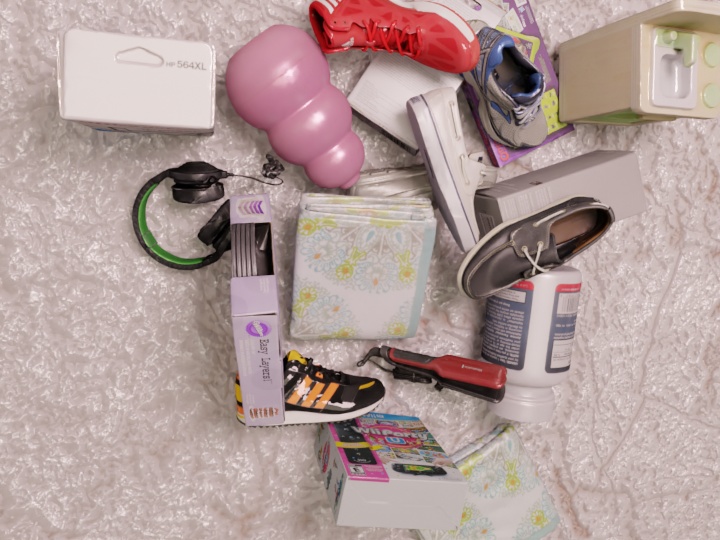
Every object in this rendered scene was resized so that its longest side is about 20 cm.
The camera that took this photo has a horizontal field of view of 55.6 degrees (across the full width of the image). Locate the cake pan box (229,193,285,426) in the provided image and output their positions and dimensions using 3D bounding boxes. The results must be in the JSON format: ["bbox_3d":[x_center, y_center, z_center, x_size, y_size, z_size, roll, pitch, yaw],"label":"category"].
[{"bbox_3d":[-0.114,0.042,0.762,0.052,0.185,0.201,-5,137,-9],"label":"cake pan box"}]

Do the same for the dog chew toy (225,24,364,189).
[{"bbox_3d":[-0.067,-0.183,0.807,0.124,0.125,0.201,-38,107,-4],"label":"dog chew toy"}]

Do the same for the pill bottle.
[{"bbox_3d":[0.223,0.091,0.914,0.118,0.120,0.202,4,98,-12],"label":"pill bottle"}]

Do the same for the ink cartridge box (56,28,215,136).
[{"bbox_3d":[-0.228,-0.192,0.731,0.144,0.200,0.085,1,99,-12],"label":"ink cartridge box"}]

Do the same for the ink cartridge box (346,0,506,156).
[{"bbox_3d":[0.080,-0.257,0.850,0.109,0.050,0.201,34,90,3],"label":"ink cartridge box"}]

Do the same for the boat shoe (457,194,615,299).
[{"bbox_3d":[0.206,-0.027,0.812,0.199,0.068,0.072,-29,112,-3],"label":"boat shoe"}]

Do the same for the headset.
[{"bbox_3d":[-0.180,-0.077,0.815,0.199,0.094,0.124,-28,104,6],"label":"headset"}]

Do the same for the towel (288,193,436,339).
[{"bbox_3d":[0.000,0.000,0.857,0.169,0.048,0.202,2,120,-9],"label":"towel"}]

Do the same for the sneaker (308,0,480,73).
[{"bbox_3d":[0.026,-0.256,0.765,0.199,0.079,0.116,32,57,23],"label":"sneaker"}]

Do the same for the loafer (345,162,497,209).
[{"bbox_3d":[0.080,-0.102,0.882,0.198,0.070,0.070,-7,106,-3],"label":"loafer"}]

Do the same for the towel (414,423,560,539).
[{"bbox_3d":[0.171,0.341,0.981,0.199,0.048,0.172,-30,104,-6],"label":"towel"}]

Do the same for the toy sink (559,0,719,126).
[{"bbox_3d":[0.356,-0.239,0.832,0.129,0.200,0.113,-3,94,-23],"label":"toy sink"}]

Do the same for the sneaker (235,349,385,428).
[{"bbox_3d":[-0.064,0.146,0.887,0.198,0.070,0.091,-5,103,-9],"label":"sneaker"}]

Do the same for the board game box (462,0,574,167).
[{"bbox_3d":[0.193,-0.252,0.899,0.119,0.032,0.201,-27,103,-10],"label":"board game box"}]

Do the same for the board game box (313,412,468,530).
[{"bbox_3d":[0.029,0.243,0.855,0.146,0.200,0.065,8,97,-13],"label":"board game box"}]

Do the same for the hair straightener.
[{"bbox_3d":[0.091,0.142,0.894,0.198,0.041,0.077,6,139,16],"label":"hair straightener"}]

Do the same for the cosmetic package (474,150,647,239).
[{"bbox_3d":[0.258,-0.091,0.899,0.198,0.107,0.091,-22,104,-9],"label":"cosmetic package"}]

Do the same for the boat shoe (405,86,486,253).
[{"bbox_3d":[0.117,-0.119,0.811,0.069,0.071,0.201,-22,108,-1],"label":"boat shoe"}]

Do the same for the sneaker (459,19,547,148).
[{"bbox_3d":[0.184,-0.209,0.821,0.077,0.085,0.200,-52,132,-3],"label":"sneaker"}]
